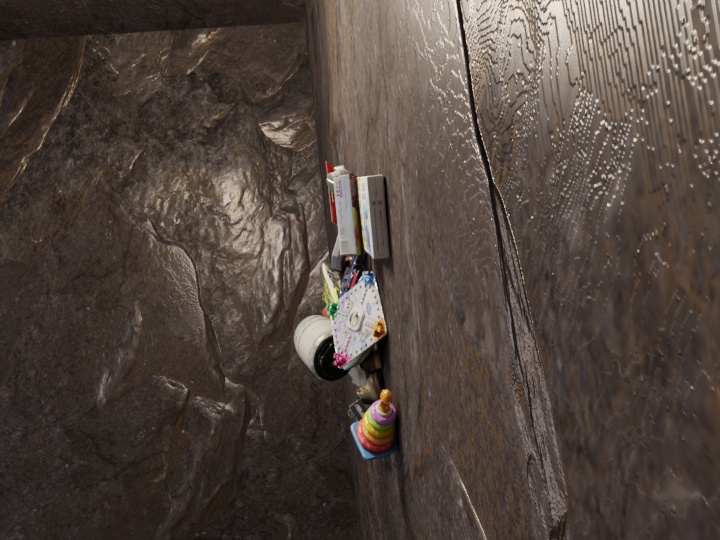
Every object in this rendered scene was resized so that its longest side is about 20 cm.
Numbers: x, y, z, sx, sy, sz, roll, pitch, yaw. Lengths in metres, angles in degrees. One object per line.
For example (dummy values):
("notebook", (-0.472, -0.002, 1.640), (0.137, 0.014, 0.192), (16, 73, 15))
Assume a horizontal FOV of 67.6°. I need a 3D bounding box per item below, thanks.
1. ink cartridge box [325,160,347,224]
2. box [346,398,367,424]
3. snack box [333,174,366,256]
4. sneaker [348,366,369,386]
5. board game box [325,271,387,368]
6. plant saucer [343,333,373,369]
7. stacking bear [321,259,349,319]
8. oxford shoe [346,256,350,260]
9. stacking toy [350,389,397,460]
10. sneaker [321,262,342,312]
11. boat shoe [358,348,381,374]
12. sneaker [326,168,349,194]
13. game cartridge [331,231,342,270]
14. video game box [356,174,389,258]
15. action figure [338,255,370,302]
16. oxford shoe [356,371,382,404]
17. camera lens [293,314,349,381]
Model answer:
("ink cartridge box", (-0.061, -0.243, 1.763), (0.173, 0.042, 0.207), (26, -123, -76))
("box", (0.018, 0.489, 1.681), (0.162, 0.044, 0.201), (57, 166, 13))
("snack box", (-0.017, -0.146, 1.431), (0.142, 0.051, 0.207), (-18, -77, -71))
("sneaker", (-0.014, 0.298, 1.739), (0.075, 0.086, 0.206), (-42, -48, -49))
("board game box", (-0.018, 0.133, 1.480), (0.199, 0.025, 0.204), (-40, 45, 32))
("plant saucer", (0.010, 0.194, 1.532), (0.203, 0.038, 0.203), (-57, 16, 25))
("stacking bear", (-0.052, 0.065, 1.818), (0.121, 0.111, 0.206), (8, -79, -63))
("oxford shoe", (-0.026, 0.045, 1.926), (0.071, 0.070, 0.205), (-47, -44, -45))
("stacking toy", (0.052, 0.376, 1.380), (0.117, 0.107, 0.204), (56, 144, 43))
("sneaker", (-0.098, 0.064, 1.740), (0.085, 0.073, 0.203), (-44, 47, 28))
("boat shoe", (0.024, 0.276, 1.613), (0.200, 0.063, 0.074), (108, 153, -76))
("sneaker", (-0.033, -0.223, 1.689), (0.069, 0.079, 0.205), (0, 117, 52))
("game cartridge", (-0.058, -0.071, 1.699), (0.200, 0.039, 0.137), (93, -164, -82))
("video game box", (0.028, -0.134, 1.300), (0.200, 0.045, 0.189), (-130, 36, -79))
("action figure", (0.000, 0.000, 1.618), (0.205, 0.102, 0.194), (-67, 20, 11))
("oxford shoe", (0.027, 0.367, 1.630), (0.202, 0.071, 0.072), (94, 168, -56))
("camera lens", (-0.114, 0.242, 1.697), (0.199, 0.156, 0.165), (29, 127, 60))
